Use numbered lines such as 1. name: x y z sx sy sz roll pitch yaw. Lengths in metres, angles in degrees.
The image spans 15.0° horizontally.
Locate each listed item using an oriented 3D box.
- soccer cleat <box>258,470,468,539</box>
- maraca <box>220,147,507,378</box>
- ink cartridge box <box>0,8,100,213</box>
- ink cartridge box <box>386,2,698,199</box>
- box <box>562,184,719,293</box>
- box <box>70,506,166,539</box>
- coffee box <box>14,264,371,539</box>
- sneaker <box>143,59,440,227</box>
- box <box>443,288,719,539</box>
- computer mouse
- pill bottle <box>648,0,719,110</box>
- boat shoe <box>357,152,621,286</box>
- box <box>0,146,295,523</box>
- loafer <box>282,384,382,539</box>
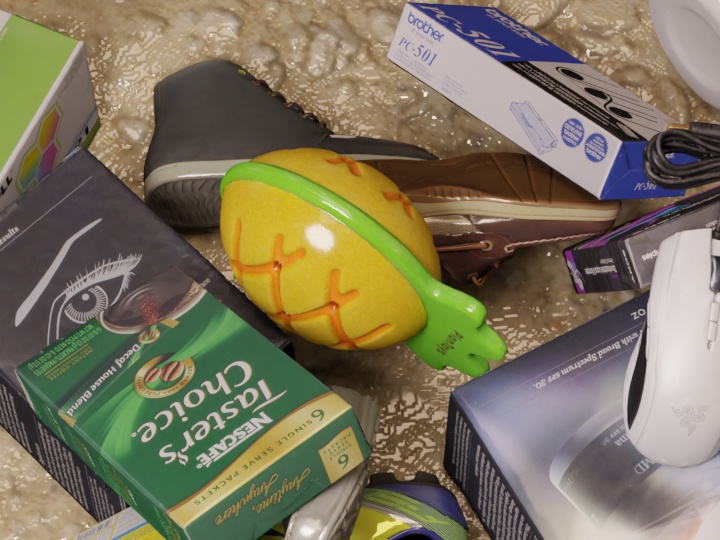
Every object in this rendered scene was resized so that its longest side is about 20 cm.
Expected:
1. soccer cleat: -0.032 0.171 1.655 0.199 0.065 0.084 -7 45 -6
2. maraca: 0.000 0.000 1.641 0.200 0.137 0.107 35 72 1
3. ink cartridge box: -0.238 -0.102 1.731 0.075 0.200 0.148 22 64 12
4. ink cartridge box: 0.118 -0.112 1.769 0.200 0.044 0.094 36 25 35
5. box: 0.211 -0.027 1.690 0.142 0.200 0.036 -22 93 -7
6. box: -0.123 0.193 1.537 0.117 0.048 0.200 -28 18 17
7. coffee box: -0.097 0.080 1.558 0.123 0.044 0.200 -34 41 -17
8. sneaker: -0.042 -0.089 1.796 0.199 0.075 0.107 1 55 -4
9. box: 0.185 0.130 1.650 0.199 0.123 0.199 -27 66 -13
10. computer mouse: 0.203 0.016 1.568 0.109 0.044 0.201 10 91 -9
11. pill bottle: 0.301 -0.200 1.833 0.200 0.113 0.113 -35 67 -17
12. boat shoe: 0.064 -0.028 1.732 0.199 0.072 0.072 -1 29 -4
13. box: -0.158 0.048 1.704 0.148 0.104 0.200 -40 68 -19
14. loafer: -0.032 0.119 1.593 0.069 0.200 0.070 18 107 -2
